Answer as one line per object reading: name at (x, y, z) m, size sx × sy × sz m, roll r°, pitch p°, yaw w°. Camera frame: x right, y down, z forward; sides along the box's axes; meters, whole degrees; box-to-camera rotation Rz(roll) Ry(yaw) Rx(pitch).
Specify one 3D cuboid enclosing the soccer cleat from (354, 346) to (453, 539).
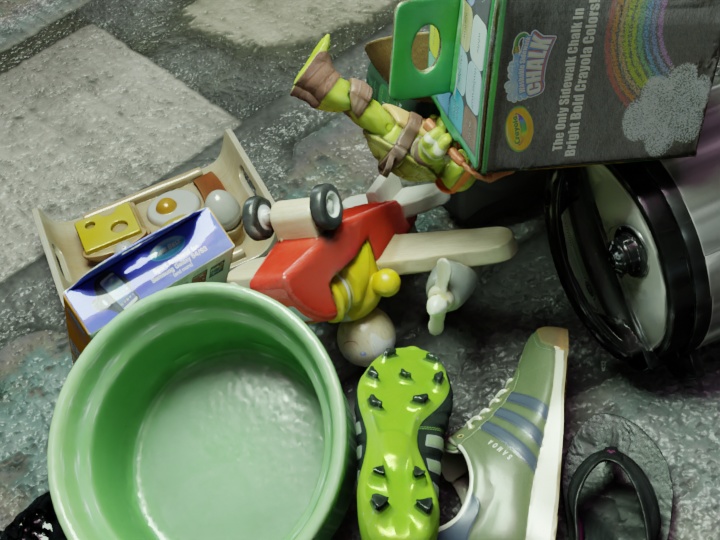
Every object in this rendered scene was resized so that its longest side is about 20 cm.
soccer cleat at (0.024, 0.126, 0.736) m, size 0.066 × 0.082 × 0.201 m, roll 7°, pitch 32°, yaw 2°

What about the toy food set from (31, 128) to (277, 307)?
toy food set at (-0.182, -0.046, 0.992) m, size 0.197 × 0.061 × 0.144 m, roll -23°, pitch 46°, yaw -12°

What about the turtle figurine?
turtle figurine at (0.025, -0.102, 0.819) m, size 0.160 × 0.065 × 0.200 m, roll 33°, pitch 13°, yaw -6°

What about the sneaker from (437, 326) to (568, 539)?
sneaker at (0.094, 0.117, 0.772) m, size 0.088 × 0.068 × 0.202 m, roll 5°, pitch 49°, yaw 10°

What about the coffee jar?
coffee jar at (0.086, -0.127, 1.002) m, size 0.103 × 0.086 × 0.201 m, roll -16°, pitch 44°, yaw -16°

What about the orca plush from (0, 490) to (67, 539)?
orca plush at (-0.218, 0.195, 0.752) m, size 0.104 × 0.072 × 0.201 m, roll 19°, pitch 52°, yaw 27°

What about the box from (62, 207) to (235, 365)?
box at (-0.155, 0.027, 0.825) m, size 0.118 × 0.200 × 0.042 m, roll -33°, pitch 81°, yaw -21°

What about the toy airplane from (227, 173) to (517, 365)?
toy airplane at (0.000, 0.000, 0.869) m, size 0.196 × 0.144 × 0.200 m, roll -12°, pitch 5°, yaw -14°

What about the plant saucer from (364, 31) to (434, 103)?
plant saucer at (0.100, -0.152, 0.877) m, size 0.196 × 0.036 × 0.200 m, roll 3°, pitch 2°, yaw 0°

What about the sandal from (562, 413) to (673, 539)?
sandal at (0.163, 0.170, 0.721) m, size 0.074 × 0.048 × 0.202 m, roll 3°, pitch 47°, yaw 14°

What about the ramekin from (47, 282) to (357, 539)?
ramekin at (-0.095, 0.119, 0.741) m, size 0.196 × 0.098 × 0.204 m, roll -4°, pitch 72°, yaw 11°

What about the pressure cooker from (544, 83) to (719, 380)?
pressure cooker at (0.231, -0.035, 0.819) m, size 0.197 × 0.180 × 0.177 m, roll -22°, pitch 48°, yaw -12°

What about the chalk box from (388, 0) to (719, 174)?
chalk box at (0.111, -0.147, 0.712) m, size 0.196 × 0.126 × 0.124 m, roll -4°, pitch 34°, yaw -13°
